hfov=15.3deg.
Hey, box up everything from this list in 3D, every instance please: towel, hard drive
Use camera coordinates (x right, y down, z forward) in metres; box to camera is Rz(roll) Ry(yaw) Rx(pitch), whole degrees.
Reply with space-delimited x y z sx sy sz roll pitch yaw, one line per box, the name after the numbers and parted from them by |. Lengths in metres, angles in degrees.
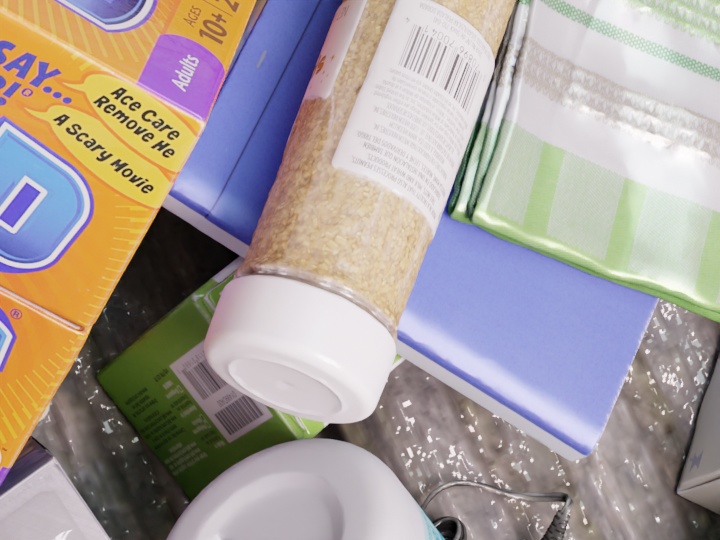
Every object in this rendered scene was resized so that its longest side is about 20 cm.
0.127 -0.091 1.083 0.148 0.031 0.201 19 77 -17 | towel
0.032 -0.031 1.071 0.199 0.025 0.132 32 66 -13 | hard drive

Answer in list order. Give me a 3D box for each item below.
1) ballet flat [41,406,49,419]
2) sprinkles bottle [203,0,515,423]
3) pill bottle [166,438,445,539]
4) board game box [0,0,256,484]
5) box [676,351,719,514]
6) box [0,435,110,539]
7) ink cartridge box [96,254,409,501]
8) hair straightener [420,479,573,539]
-0.156 0.081 1.102 0.067 0.067 0.201 -13 84 14 | ballet flat
0.005 -0.045 1.010 0.068 0.068 0.201 26 67 -13 | sprinkles bottle
0.009 0.164 1.062 0.111 0.110 0.200 -59 135 -24 | pill bottle
-0.167 -0.075 1.020 0.199 0.200 0.200 28 32 -8 | board game box
0.259 0.099 1.261 0.199 0.078 0.095 25 69 -14 | box
-0.135 0.191 1.050 0.158 0.048 0.201 -37 107 -12 | box
0.000 0.000 1.145 0.200 0.148 0.076 -38 92 -26 | ink cartridge box
0.013 0.149 1.167 0.200 0.041 0.077 -37 91 -20 | hair straightener
